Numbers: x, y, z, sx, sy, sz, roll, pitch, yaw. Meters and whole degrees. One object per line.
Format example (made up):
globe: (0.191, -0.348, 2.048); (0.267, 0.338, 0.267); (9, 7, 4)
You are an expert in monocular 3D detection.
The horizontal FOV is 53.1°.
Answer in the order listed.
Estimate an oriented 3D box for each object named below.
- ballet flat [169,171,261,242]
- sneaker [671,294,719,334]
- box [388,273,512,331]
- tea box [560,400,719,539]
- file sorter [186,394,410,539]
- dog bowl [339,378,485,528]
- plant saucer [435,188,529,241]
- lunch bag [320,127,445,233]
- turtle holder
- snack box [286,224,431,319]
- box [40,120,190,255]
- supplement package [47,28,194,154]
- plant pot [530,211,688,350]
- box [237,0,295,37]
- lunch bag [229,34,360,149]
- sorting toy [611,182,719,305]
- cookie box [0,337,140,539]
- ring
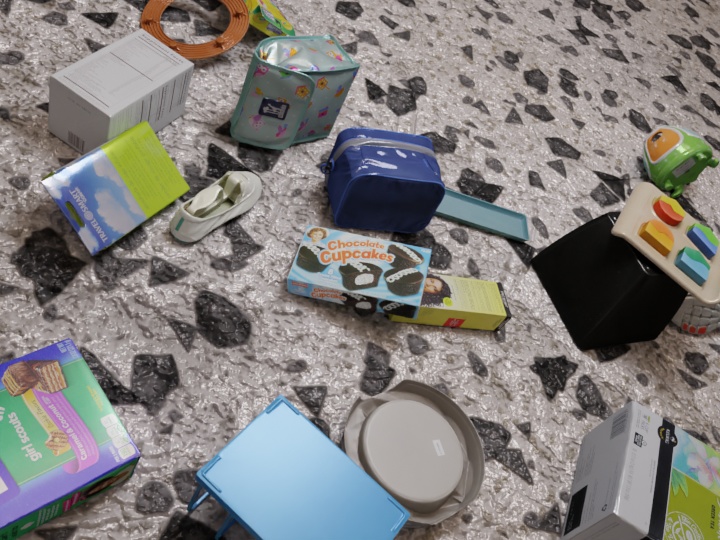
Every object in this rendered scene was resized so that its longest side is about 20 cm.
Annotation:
ballet flat: (-0.211, -0.113, 1.106); (0.069, 0.069, 0.200); (38, 46, 7)
sneaker: (0.661, 0.072, 1.397); (0.200, 0.077, 0.082); (6, 24, -23)
box: (0.140, 0.049, 1.157); (0.200, 0.050, 0.075); (7, 50, -22)
tea box: (0.410, 0.330, 1.001); (0.197, 0.134, 0.200); (32, 46, 0)
file sorter: (-0.078, 0.275, 0.814); (0.200, 0.123, 0.139); (41, 47, 9)
dog bowl: (0.063, 0.245, 0.953); (0.200, 0.059, 0.200); (14, 49, -16)
plant saucer: (0.222, -0.104, 1.345); (0.200, 0.019, 0.070); (16, 48, -13)
lunch bag: (0.030, -0.157, 1.213); (0.200, 0.136, 0.132); (5, 51, -21)
turtle holder: (0.724, -0.260, 1.635); (0.185, 0.141, 0.132); (-12, 58, -32)
snack box: (0.000, 0.000, 1.095); (0.200, 0.037, 0.116); (11, 50, 6)
box: (-0.348, -0.116, 1.019); (0.200, 0.048, 0.122); (-48, 114, -44)
supplement package: (-0.371, -0.272, 1.127); (0.114, 0.110, 0.200); (35, 47, 4)
plant pot: (0.461, 0.000, 1.268); (0.199, 0.177, 0.200); (-3, 54, -29)
box: (-0.213, -0.537, 1.435); (0.200, 0.048, 0.117); (55, 21, 24)
lunch bag: (-0.122, -0.304, 1.232); (0.200, 0.170, 0.122); (-22, 64, -42)
sorting toy: (0.529, -0.054, 1.199); (0.200, 0.036, 0.185); (38, 47, 6)
cookie box: (-0.371, 0.190, 0.772); (0.200, 0.075, 0.171); (-24, 68, -37)
ring: (-0.307, -0.470, 1.336); (0.200, 0.019, 0.201); (1, 62, -3)
